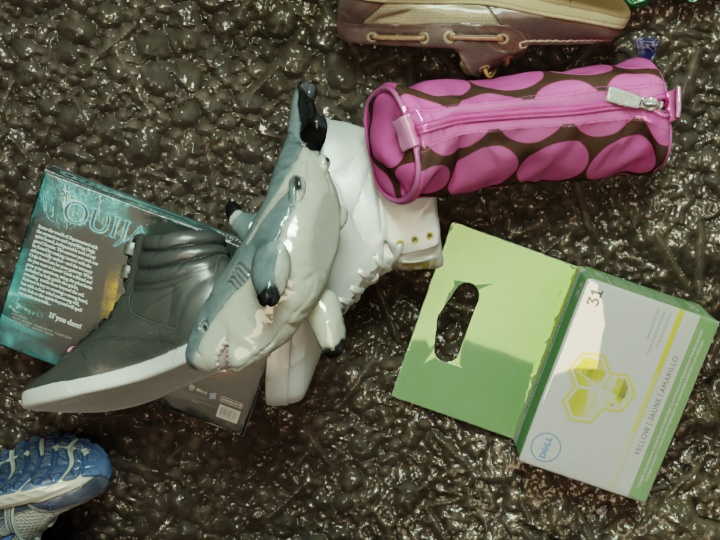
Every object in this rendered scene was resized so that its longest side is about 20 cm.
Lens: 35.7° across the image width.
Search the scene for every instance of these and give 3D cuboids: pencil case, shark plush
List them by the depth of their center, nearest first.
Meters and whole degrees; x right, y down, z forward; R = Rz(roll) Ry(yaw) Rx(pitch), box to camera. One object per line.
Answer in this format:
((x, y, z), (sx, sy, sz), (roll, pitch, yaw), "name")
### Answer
((-0.059, -0.035, 0.706), (0.082, 0.091, 0.204), (-4, 75, 31), "shark plush")
((0.105, -0.094, 0.730), (0.196, 0.094, 0.092), (-10, 99, -13), "pencil case")

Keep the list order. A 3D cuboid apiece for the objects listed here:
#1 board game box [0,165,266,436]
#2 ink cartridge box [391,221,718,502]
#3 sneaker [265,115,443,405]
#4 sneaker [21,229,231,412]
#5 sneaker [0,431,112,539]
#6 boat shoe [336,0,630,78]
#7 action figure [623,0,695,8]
((-0.154, 0.023, 0.818), (0.197, 0.028, 0.137), (21, 100, -3), "board game box")
((0.137, 0.066, 0.812), (0.197, 0.048, 0.148), (18, 103, -5), "ink cartridge box")
((0.000, 0.000, 0.766), (0.114, 0.074, 0.204), (11, 82, -3), "sneaker")
((-0.158, 0.035, 0.778), (0.198, 0.070, 0.101), (-21, 71, 24), "sneaker")
((-0.267, 0.188, 0.845), (0.197, 0.077, 0.086), (-20, 111, 14), "sneaker")
((0.080, -0.168, 0.757), (0.196, 0.073, 0.073), (4, 126, -6), "boat shoe")
((0.242, -0.247, 0.720), (0.118, 0.054, 0.200), (47, 118, 12), "action figure")
